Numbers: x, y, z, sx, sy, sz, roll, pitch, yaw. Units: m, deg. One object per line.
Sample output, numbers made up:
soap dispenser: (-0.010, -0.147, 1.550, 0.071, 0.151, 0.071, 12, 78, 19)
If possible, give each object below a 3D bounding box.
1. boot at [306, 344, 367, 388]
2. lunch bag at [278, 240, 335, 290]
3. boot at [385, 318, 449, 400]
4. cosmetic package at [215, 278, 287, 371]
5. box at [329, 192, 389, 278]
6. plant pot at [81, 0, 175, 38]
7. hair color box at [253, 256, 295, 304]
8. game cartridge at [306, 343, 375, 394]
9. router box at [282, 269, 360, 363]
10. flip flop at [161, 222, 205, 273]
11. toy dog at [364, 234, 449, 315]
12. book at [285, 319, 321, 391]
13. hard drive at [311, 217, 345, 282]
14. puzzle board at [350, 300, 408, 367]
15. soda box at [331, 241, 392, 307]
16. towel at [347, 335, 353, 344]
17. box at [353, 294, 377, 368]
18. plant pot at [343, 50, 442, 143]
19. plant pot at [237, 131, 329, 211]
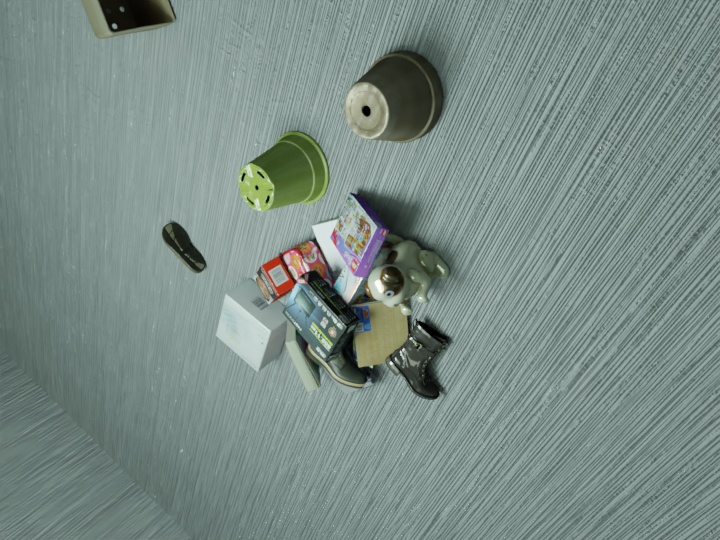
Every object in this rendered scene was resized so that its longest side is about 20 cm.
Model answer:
boot: (-0.050, 0.233, 1.655, 0.198, 0.078, 0.139, 31, 126, 4)
lunch bag: (-0.157, 0.023, 1.706, 0.175, 0.081, 0.202, -17, 101, 57)
boot: (0.178, 0.242, 1.585, 0.199, 0.069, 0.174, 38, 119, -7)
cosmetic package: (-0.346, 0.178, 1.906, 0.198, 0.123, 0.202, 36, 131, 16)
box: (-0.007, -0.091, 1.472, 0.138, 0.039, 0.201, -63, 32, 21)
plant pot: (-0.670, -0.745, 1.629, 0.176, 0.199, 0.203, -1, 113, 48)
hair color box: (-0.258, 0.033, 1.745, 0.102, 0.061, 0.200, 59, 161, 1)
game cartridge: (-0.059, 0.274, 1.754, 0.129, 0.038, 0.201, -26, 107, 42)
router box: (-0.109, 0.122, 1.578, 0.200, 0.062, 0.151, 46, 129, 21)
flip flop: (-0.607, -0.071, 2.010, 0.201, 0.081, 0.057, 51, 146, -4)
toy dog: (0.099, 0.011, 1.435, 0.139, 0.200, 0.196, -23, 99, 41)
book: (-0.175, 0.245, 1.782, 0.047, 0.134, 0.202, -17, 123, 7)
hard drive: (-0.048, -0.044, 1.632, 0.131, 0.025, 0.203, -9, 107, 39)
puzzle board: (0.057, 0.169, 1.609, 0.148, 0.017, 0.203, -8, 118, -3)
soda box: (0.000, 0.000, 1.554, 0.068, 0.063, 0.202, 41, 114, 25)
towel: (-0.078, 0.188, 1.761, 0.112, 0.048, 0.201, 43, 131, 10)
box: (0.024, 0.169, 1.664, 0.069, 0.064, 0.203, 17, 121, 28)
plant pot: (0.055, -0.366, 1.292, 0.198, 0.173, 0.203, 18, 123, 30)
plant pot: (-0.214, -0.242, 1.544, 0.198, 0.190, 0.203, 16, 122, 28)
